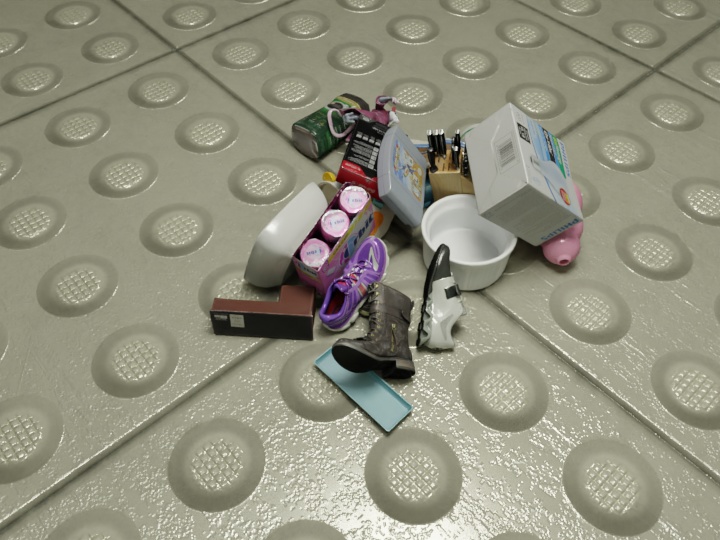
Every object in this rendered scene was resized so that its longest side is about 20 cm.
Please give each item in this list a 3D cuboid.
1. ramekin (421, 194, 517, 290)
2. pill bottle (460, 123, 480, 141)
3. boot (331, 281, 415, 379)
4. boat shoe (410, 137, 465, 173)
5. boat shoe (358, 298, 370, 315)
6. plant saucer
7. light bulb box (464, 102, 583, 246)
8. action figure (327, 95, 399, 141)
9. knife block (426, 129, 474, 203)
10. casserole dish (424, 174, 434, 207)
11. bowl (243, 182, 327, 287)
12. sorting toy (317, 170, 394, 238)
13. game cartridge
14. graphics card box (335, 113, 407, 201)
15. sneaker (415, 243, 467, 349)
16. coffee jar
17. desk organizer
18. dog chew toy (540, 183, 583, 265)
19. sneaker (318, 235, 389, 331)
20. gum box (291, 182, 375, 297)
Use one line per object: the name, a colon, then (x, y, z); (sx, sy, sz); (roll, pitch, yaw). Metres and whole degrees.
ramekin: (0.222, -0.055, 1.442); (0.196, 0.099, 0.203); (0, 48, 0)
pill bottle: (0.287, -0.235, 1.589); (0.110, 0.114, 0.203); (-1, 48, -2)
boot: (0.026, 0.101, 1.274); (0.198, 0.069, 0.177); (21, 52, -35)
boat shoe: (0.169, -0.250, 1.567); (0.197, 0.072, 0.073); (7, 64, 39)
boat shoe: (0.000, 0.000, 1.411); (0.072, 0.065, 0.202); (-9, 51, -11)
plant saucer: (0.003, 0.211, 1.260); (0.070, 0.019, 0.199); (-36, 57, -27)
light bulb box: (0.325, -0.186, 1.378); (0.198, 0.124, 0.202); (21, 53, -38)
action figure: (0.031, -0.353, 1.682); (0.146, 0.137, 0.200); (5, 27, 26)
knife block: (0.173, -0.213, 1.474); (0.173, 0.199, 0.065); (26, 56, -22)
casserole dish: (0.108, -0.225, 1.628); (0.119, 0.039, 0.202); (-16, 50, -15)
bowl: (-0.141, -0.058, 1.386); (0.074, 0.200, 0.200); (39, 56, 5)
sorting toy: (0.021, -0.181, 1.544); (0.178, 0.108, 0.200); (-29, 55, -26)
game cartridge: (0.087, -0.203, 1.444); (0.041, 0.133, 0.203); (-17, 46, 30)
graphics card box: (0.027, -0.247, 1.506); (0.123, 0.051, 0.202); (21, 48, -7)
sneaker: (0.165, 0.052, 1.331); (0.087, 0.074, 0.205); (9, 87, -3)
coffee jar: (-0.069, -0.363, 1.711); (0.103, 0.086, 0.199); (28, 54, 36)
desk organizer: (-0.185, 0.077, 1.339); (0.195, 0.073, 0.078); (3, 46, 2)
dog chew toy: (0.422, -0.102, 1.477); (0.122, 0.125, 0.203); (0, 56, -1)
sneaker: (-0.013, 0.024, 1.329); (0.080, 0.083, 0.203); (26, 83, 24)
gum box: (-0.046, -0.063, 1.355); (0.065, 0.114, 0.201); (27, 68, 18)
